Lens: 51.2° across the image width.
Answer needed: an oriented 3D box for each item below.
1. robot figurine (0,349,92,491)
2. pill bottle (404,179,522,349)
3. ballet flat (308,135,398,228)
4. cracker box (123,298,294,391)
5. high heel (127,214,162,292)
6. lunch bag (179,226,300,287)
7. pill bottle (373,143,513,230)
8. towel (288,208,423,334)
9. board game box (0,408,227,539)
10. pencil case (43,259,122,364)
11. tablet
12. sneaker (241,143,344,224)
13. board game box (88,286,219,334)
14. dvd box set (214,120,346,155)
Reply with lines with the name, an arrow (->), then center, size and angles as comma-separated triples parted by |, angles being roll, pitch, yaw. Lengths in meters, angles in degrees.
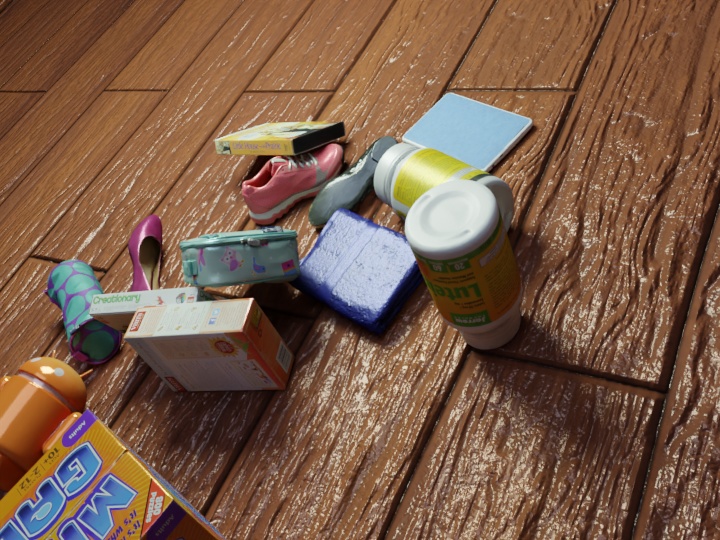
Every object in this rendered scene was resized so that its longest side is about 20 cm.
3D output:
robot figurine -> -0.482, 0.213, 1.097 | 0.142, 0.117, 0.202 | -13, 39, 52
pill bottle -> 0.132, 0.002, 0.898 | 0.108, 0.202, 0.113 | -15, 44, 15
ballet flat -> -0.005, -0.138, 1.227 | 0.200, 0.057, 0.066 | -44, 72, -7
cracker box -> -0.206, 0.106, 1.033 | 0.195, 0.135, 0.059 | -5, 48, 24
high heel -> -0.348, -0.011, 1.267 | 0.094, 0.067, 0.205 | -11, 60, 32
lunch bag -> -0.180, -0.018, 1.083 | 0.156, 0.080, 0.199 | -3, 0, -23
pill bottle -> 0.113, -0.107, 1.073 | 0.114, 0.115, 0.199 | -42, 45, -14
towel -> 0.000, 0.000, 1.090 | 0.198, 0.050, 0.149 | 26, 73, 41
board game box -> -0.271, 0.323, 0.819 | 0.198, 0.202, 0.200 | 24, 64, 41
pencil case -> -0.463, 0.066, 1.246 | 0.092, 0.086, 0.200 | -36, 43, -8
tablet -> 0.171, -0.227, 1.228 | 0.130, 0.014, 0.199 | -44, 44, -14
sneaker -> -0.113, -0.161, 1.266 | 0.198, 0.088, 0.074 | -36, 44, -7
board game box -> -0.286, 0.069, 1.115 | 0.195, 0.126, 0.036 | -4, 64, 24
dvd box set -> -0.144, -0.237, 1.340 | 0.196, 0.030, 0.145 | 8, 25, 39
